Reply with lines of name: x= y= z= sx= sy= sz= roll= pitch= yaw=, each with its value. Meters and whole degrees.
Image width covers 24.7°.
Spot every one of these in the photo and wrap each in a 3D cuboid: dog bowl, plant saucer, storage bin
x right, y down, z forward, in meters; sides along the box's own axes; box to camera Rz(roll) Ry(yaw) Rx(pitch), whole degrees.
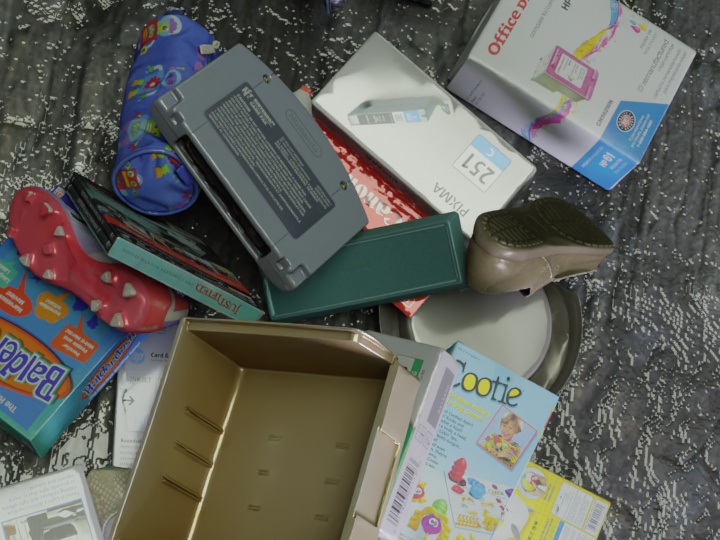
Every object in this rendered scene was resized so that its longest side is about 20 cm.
dog bowl: x=0.107 y=0.050 z=1.545 sx=0.198 sy=0.059 sz=0.202 roll=4 pitch=74 yaw=-13
plant saucer: x=0.000 y=0.000 z=1.492 sx=0.198 sy=0.019 sz=0.071 roll=-11 pitch=94 yaw=17
storage bin: x=-0.074 y=0.152 z=1.319 sx=0.094 sy=0.197 sz=0.201 roll=40 pitch=59 yaw=-48

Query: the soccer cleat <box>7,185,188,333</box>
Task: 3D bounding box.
soccer cleat: x=-0.229 y=-0.007 z=1.412 sx=0.200 sy=0.076 sz=0.067 roll=35 pitch=106 yaw=34

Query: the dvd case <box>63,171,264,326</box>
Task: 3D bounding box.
dvd case: x=-0.173 y=-0.020 z=1.411 sx=0.145 sy=0.200 sz=0.022 roll=29 pitch=98 yaw=-27

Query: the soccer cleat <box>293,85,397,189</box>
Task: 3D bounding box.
soccer cleat: x=-0.007 y=-0.095 z=1.558 sx=0.199 sy=0.069 sz=0.078 roll=33 pitch=78 yaw=3

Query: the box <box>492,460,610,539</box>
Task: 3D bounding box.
box: x=0.116 y=0.222 z=1.506 sx=0.199 sy=0.048 sz=0.118 roll=29 pitch=71 yaw=-6

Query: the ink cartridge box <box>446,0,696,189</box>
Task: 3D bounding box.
ink cartridge box: x=0.207 y=-0.199 z=1.624 sx=0.199 sy=0.085 sz=0.145 roll=31 pitch=70 yaw=-2

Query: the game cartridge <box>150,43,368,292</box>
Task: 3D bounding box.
game cartridge: x=-0.083 y=-0.094 z=1.441 sx=0.201 sy=0.041 sz=0.133 roll=54 pitch=42 yaw=-6

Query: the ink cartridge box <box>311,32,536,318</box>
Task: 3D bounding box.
ink cartridge box: x=0.030 y=-0.088 z=1.502 sx=0.200 sy=0.045 sz=0.176 roll=40 pitch=81 yaw=7

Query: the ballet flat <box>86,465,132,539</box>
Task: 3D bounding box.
ballet flat: x=-0.171 y=0.255 z=1.388 sx=0.067 sy=0.062 sz=0.201 roll=-28 pitch=102 yaw=-3

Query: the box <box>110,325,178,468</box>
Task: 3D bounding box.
box: x=-0.144 y=0.145 z=1.468 sx=0.155 sy=0.041 sz=0.202 roll=4 pitch=75 yaw=-11

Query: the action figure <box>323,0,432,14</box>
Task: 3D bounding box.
action figure: x=-0.015 y=-0.291 z=1.591 sx=0.192 sy=0.105 sz=0.201 roll=3 pitch=49 yaw=-7

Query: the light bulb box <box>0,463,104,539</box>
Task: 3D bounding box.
light bulb box: x=-0.256 y=0.281 z=1.321 sx=0.124 sy=0.198 sz=0.201 roll=-15 pitch=78 yaw=-15

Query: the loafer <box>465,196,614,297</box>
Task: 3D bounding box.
loafer: x=0.157 y=-0.019 z=1.499 sx=0.199 sy=0.068 sz=0.076 roll=-1 pitch=43 yaw=-48

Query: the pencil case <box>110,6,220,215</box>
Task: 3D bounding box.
pencil case: x=-0.172 y=-0.145 z=1.486 sx=0.086 sy=0.078 sz=0.201 roll=-17 pitch=46 yaw=22

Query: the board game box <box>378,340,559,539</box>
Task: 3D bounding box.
board game box: x=0.075 y=0.179 z=1.424 sx=0.104 sy=0.103 sz=0.201 roll=28 pitch=78 yaw=-1

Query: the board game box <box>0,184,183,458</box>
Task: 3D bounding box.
board game box: x=-0.273 y=0.042 z=1.441 sx=0.152 sy=0.045 sz=0.200 roll=32 pitch=69 yaw=18

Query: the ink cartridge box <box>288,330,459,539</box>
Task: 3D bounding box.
ink cartridge box: x=-0.033 y=0.126 z=1.391 sx=0.199 sy=0.050 sz=0.162 roll=12 pitch=72 yaw=28
